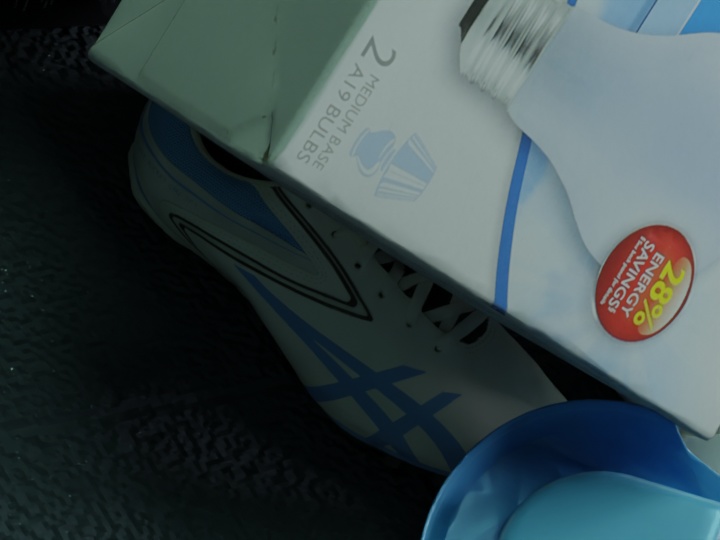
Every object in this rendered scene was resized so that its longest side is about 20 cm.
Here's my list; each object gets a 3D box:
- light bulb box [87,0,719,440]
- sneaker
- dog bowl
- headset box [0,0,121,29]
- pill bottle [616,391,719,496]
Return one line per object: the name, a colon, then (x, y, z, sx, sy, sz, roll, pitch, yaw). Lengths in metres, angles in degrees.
light bulb box: (0.063, -0.087, 0.763, 0.199, 0.199, 0.125, 30, 3, -36)
sneaker: (0.000, 0.000, 0.872, 0.200, 0.073, 0.072, 42, 41, 12)
dog bowl: (0.116, 0.114, 0.786, 0.199, 0.050, 0.112, 15, 65, 18)
headset box: (-0.164, -0.180, 0.941, 0.199, 0.093, 0.175, -6, 53, -34)
pill bottle: (0.140, -0.010, 0.891, 0.108, 0.109, 0.202, 11, 71, -19)
